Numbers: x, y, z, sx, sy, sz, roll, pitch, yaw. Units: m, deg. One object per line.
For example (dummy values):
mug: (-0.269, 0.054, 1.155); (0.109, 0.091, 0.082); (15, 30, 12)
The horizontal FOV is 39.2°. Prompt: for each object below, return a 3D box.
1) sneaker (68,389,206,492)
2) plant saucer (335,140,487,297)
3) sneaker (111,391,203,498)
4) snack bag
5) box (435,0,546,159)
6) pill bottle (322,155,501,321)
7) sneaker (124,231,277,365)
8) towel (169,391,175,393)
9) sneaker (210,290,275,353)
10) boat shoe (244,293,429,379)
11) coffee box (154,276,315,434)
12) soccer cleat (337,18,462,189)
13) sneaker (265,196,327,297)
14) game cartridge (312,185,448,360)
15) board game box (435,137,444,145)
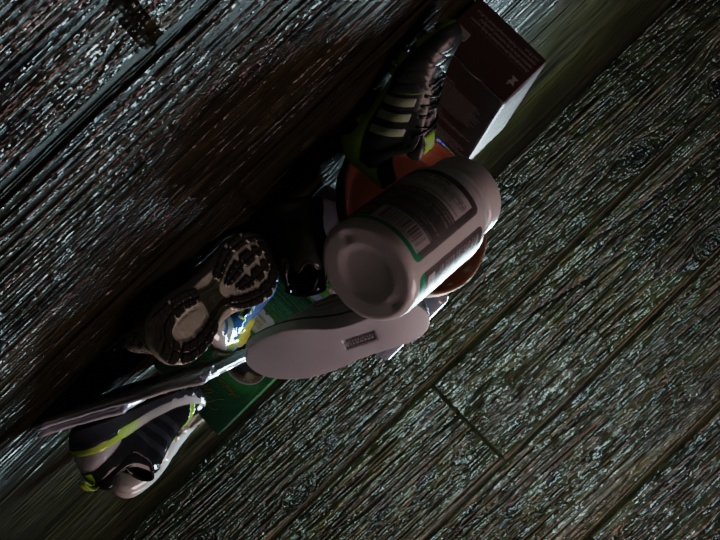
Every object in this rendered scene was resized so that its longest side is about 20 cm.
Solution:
sneaker: (-0.241, 0.188, 1.107); (0.071, 0.083, 0.200); (-13, -177, 33)
plant saucer: (0.058, -0.065, 1.158); (0.200, 0.201, 0.032); (-40, -174, -35)
sneaker: (-0.264, 0.214, 1.378); (0.200, 0.074, 0.116); (-52, -178, -35)
snack bag: (-0.215, 0.125, 1.074); (0.199, 0.022, 0.189); (-18, 180, 14)
box: (0.123, -0.203, 1.113); (0.075, 0.100, 0.200); (-44, 176, -11)
pill bottle: (0.060, -0.040, 1.055); (0.200, 0.113, 0.113); (-37, 171, -45)
sneaker: (-0.162, 0.023, 1.004); (0.088, 0.077, 0.200); (-7, -157, 39)
towel: (-0.263, 0.158, 1.407); (0.200, 0.022, 0.145); (-42, 177, -2)
sneaker: (-0.146, 0.032, 1.130); (0.105, 0.076, 0.200); (-58, 180, -2)
boat shoe: (-0.028, 0.057, 1.081); (0.199, 0.072, 0.066); (-19, -144, 2)
coffee box: (-0.145, 0.091, 1.253); (0.200, 0.123, 0.044); (-46, 178, 6)
soccer cleat: (0.052, -0.161, 0.988); (0.067, 0.081, 0.200); (-39, 173, -45)
sneaker: (-0.067, -0.008, 1.101); (0.076, 0.091, 0.200); (-11, 163, -1)
game cartridge: (0.000, 0.000, 1.201); (0.133, 0.200, 0.040); (-48, -178, 26)
board game box: (0.059, -0.076, 1.345); (0.152, 0.045, 0.201); (-37, 136, -59)
